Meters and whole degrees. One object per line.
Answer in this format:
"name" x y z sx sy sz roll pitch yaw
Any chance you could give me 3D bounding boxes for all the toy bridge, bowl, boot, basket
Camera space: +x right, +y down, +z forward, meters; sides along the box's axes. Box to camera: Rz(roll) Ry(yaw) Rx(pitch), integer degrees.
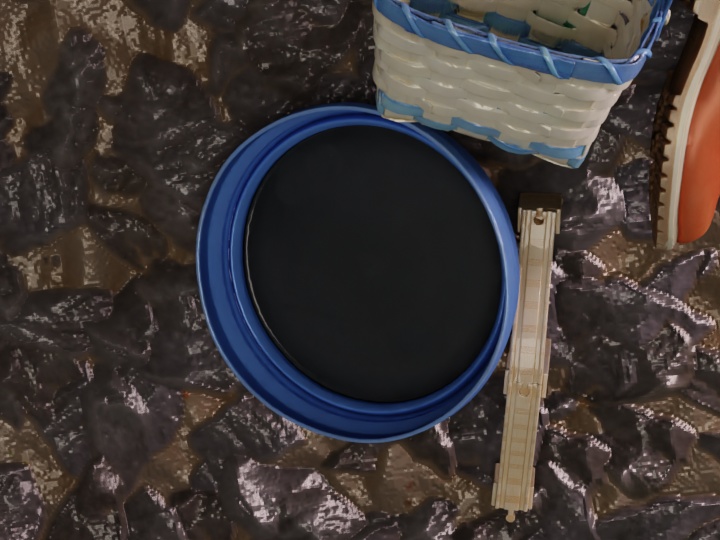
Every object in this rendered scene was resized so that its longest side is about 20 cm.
"toy bridge" 0.099 0.058 1.395 0.027 0.067 0.200 5 109 4
"bowl" 0.000 0.000 1.372 0.201 0.039 0.201 6 104 23
"boot" 0.224 -0.098 1.329 0.107 0.075 0.200 13 109 -4
"basket" 0.086 -0.165 1.271 0.176 0.139 0.200 18 140 0
